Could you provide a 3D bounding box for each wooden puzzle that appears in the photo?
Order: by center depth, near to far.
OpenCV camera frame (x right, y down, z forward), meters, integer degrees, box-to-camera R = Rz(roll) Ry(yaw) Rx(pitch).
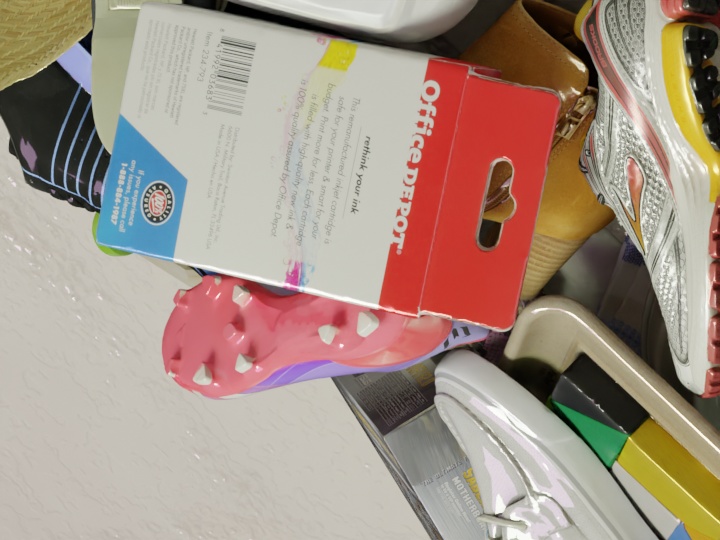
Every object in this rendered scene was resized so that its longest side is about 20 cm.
[{"bbox_3d":[0.146,0.104,1.422,0.200,0.037,0.185,39,163,9],"label":"wooden puzzle"}]

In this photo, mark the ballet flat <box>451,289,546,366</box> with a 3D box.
[{"bbox_3d":[0.000,0.000,1.522,0.200,0.071,0.069,24,-172,-15],"label":"ballet flat"}]

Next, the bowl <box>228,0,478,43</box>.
[{"bbox_3d":[-0.024,-0.187,1.299,0.200,0.075,0.200,17,137,2],"label":"bowl"}]

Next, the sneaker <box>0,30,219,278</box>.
[{"bbox_3d":[-0.131,-0.057,1.553,0.078,0.070,0.200,-42,81,19],"label":"sneaker"}]

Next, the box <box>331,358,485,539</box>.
[{"bbox_3d":[0.052,0.118,1.585,0.159,0.048,0.200,60,176,-14],"label":"box"}]

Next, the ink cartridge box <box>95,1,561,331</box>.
[{"bbox_3d":[-0.009,-0.048,1.344,0.200,0.116,0.067,13,-174,14],"label":"ink cartridge box"}]

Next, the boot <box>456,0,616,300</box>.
[{"bbox_3d":[0.038,-0.077,1.399,0.201,0.071,0.144,23,125,-11],"label":"boot"}]

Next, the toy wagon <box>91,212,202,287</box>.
[{"bbox_3d":[-0.119,-0.072,1.641,0.155,0.040,0.200,-2,129,47],"label":"toy wagon"}]

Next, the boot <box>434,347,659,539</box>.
[{"bbox_3d":[0.084,0.138,1.434,0.200,0.096,0.074,49,165,-8],"label":"boot"}]

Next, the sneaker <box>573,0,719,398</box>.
[{"bbox_3d":[0.147,-0.040,1.338,0.082,0.078,0.200,2,106,42],"label":"sneaker"}]

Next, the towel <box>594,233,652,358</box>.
[{"bbox_3d":[0.169,0.082,1.491,0.147,0.024,0.200,33,129,17],"label":"towel"}]

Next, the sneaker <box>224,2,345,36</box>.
[{"bbox_3d":[-0.039,-0.092,1.517,0.200,0.060,0.104,34,160,-3],"label":"sneaker"}]

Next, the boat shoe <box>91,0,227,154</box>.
[{"bbox_3d":[-0.095,-0.149,1.430,0.071,0.063,0.200,4,95,14],"label":"boat shoe"}]

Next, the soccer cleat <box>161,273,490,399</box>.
[{"bbox_3d":[-0.023,0.031,1.462,0.076,0.067,0.200,17,160,-37],"label":"soccer cleat"}]

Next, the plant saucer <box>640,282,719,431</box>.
[{"bbox_3d":[0.215,0.062,1.398,0.200,0.050,0.200,16,123,27],"label":"plant saucer"}]

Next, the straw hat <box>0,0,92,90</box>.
[{"bbox_3d":[-0.194,-0.185,1.513,0.201,0.201,0.085,34,-170,9],"label":"straw hat"}]
